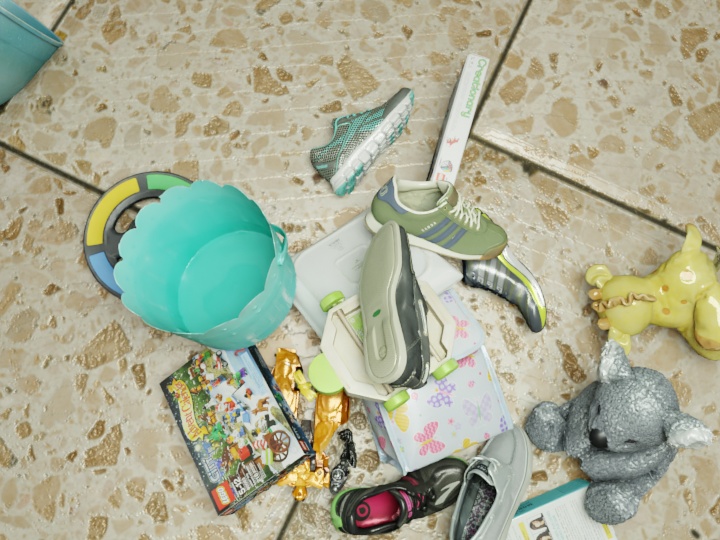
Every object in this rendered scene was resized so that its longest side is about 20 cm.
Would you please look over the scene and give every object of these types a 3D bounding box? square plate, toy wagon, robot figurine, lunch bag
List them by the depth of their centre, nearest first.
[{"bbox_3d":[0.013,0.089,0.693,0.200,0.040,0.155,-30,72,-12],"label":"toy wagon"},{"bbox_3d":[0.082,0.140,0.772,0.169,0.127,0.200,-16,86,-16],"label":"lunch bag"},{"bbox_3d":[0.000,0.000,0.793,0.200,0.028,0.198,-33,51,-14],"label":"square plate"},{"bbox_3d":[-0.074,0.210,0.803,0.145,0.058,0.200,5,79,-1],"label":"robot figurine"}]

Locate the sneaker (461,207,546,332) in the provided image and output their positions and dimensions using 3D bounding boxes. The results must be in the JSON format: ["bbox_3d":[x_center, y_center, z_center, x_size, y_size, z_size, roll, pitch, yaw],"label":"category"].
[{"bbox_3d":[0.195,0.010,0.852,0.081,0.074,0.200,-33,75,-1],"label":"sneaker"}]

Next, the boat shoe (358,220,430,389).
[{"bbox_3d":[0.042,0.037,0.668,0.068,0.072,0.200,19,55,-34],"label":"boat shoe"}]

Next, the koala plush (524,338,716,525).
[{"bbox_3d":[0.334,0.183,0.733,0.184,0.200,0.177,-28,55,-14],"label":"koala plush"}]

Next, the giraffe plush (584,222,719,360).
[{"bbox_3d":[0.409,0.047,0.813,0.162,0.200,0.173,-19,47,18],"label":"giraffe plush"}]

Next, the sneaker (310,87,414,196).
[{"bbox_3d":[0.001,-0.211,0.879,0.091,0.078,0.200,39,79,9],"label":"sneaker"}]

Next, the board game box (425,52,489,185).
[{"bbox_3d":[0.134,-0.194,0.853,0.035,0.126,0.200,17,80,1],"label":"board game box"}]

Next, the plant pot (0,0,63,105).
[{"bbox_3d":[-0.565,-0.311,0.822,0.200,0.200,0.188,38,95,5],"label":"plant pot"}]

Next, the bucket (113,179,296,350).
[{"bbox_3d":[-0.184,0.001,0.743,0.207,0.135,0.207,-4,70,10],"label":"bucket"}]

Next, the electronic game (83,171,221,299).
[{"bbox_3d":[-0.300,-0.048,0.850,0.200,0.042,0.200,0,79,-2],"label":"electronic game"}]

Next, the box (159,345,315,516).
[{"bbox_3d":[-0.166,0.193,0.768,0.137,0.038,0.200,-37,65,4],"label":"box"}]

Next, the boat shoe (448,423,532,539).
[{"bbox_3d":[0.169,0.280,0.761,0.072,0.070,0.201,53,50,-32],"label":"boat shoe"}]

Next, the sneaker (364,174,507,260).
[{"bbox_3d":[0.112,-0.073,0.767,0.200,0.090,0.067,11,48,-9],"label":"sneaker"}]

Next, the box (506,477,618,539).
[{"bbox_3d":[0.235,0.361,0.791,0.200,0.049,0.082,-20,81,-6],"label":"box"}]

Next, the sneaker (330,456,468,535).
[{"bbox_3d":[0.062,0.306,0.769,0.200,0.084,0.077,-17,89,-17],"label":"sneaker"}]
